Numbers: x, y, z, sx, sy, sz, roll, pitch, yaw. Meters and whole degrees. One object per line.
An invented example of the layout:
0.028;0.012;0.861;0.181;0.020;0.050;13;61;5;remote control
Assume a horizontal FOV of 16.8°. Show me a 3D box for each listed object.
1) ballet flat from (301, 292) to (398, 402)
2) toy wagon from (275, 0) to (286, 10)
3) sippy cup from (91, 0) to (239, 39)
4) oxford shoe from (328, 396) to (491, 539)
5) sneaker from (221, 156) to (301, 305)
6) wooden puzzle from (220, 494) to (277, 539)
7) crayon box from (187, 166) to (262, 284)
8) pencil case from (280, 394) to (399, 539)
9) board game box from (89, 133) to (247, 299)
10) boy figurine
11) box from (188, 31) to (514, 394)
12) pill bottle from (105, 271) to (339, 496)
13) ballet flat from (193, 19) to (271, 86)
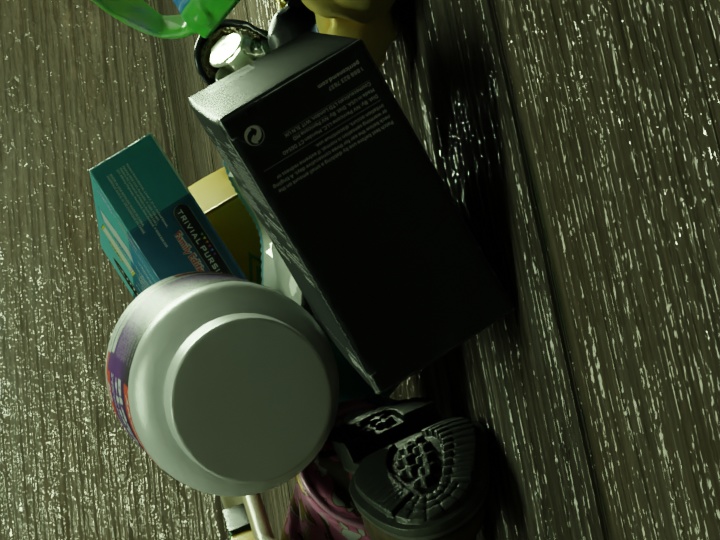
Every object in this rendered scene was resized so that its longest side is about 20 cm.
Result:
0.000;0.000;1.349;0.201;0.071;0.072;86;174;-55;ballet flat
-0.034;-0.101;1.634;0.156;0.039;0.201;-106;12;-52;toy wagon
-0.091;-0.220;1.337;0.130;0.178;0.140;40;177;-6;sippy cup
0.036;0.118;1.203;0.200;0.072;0.085;-128;17;-83;oxford shoe
-0.028;-0.052;1.482;0.081;0.076;0.201;-52;41;32;sneaker
-0.044;0.216;1.442;0.200;0.037;0.186;-138;29;-73;wooden puzzle
-0.063;0.005;1.606;0.201;0.051;0.126;61;177;-12;crayon box
-0.003;0.138;1.427;0.200;0.082;0.087;99;162;-68;pencil case
-0.107;0.012;1.517;0.152;0.047;0.200;57;170;7;board game box
-0.012;-0.145;1.295;0.200;0.064;0.125;-171;87;-85;boy figurine
-0.009;-0.034;1.151;0.142;0.079;0.200;62;176;-10;box
-0.072;0.060;1.296;0.200;0.111;0.112;-169;72;-79;pill bottle
-0.047;-0.096;1.423;0.200;0.073;0.074;-132;34;-53;ballet flat
